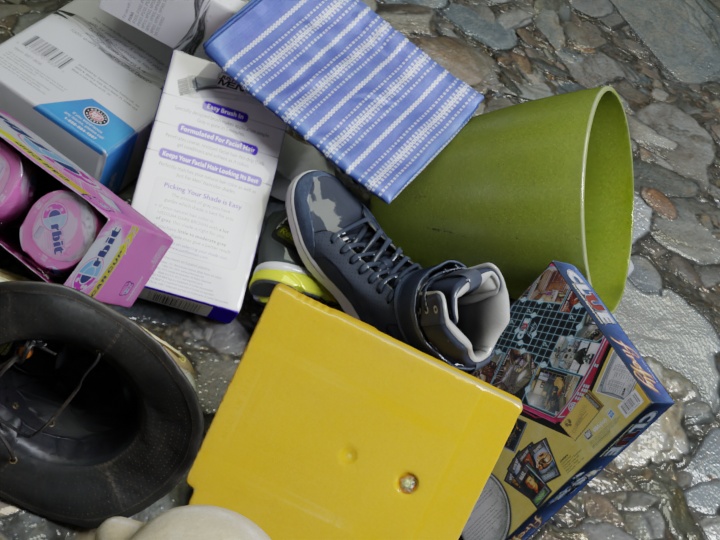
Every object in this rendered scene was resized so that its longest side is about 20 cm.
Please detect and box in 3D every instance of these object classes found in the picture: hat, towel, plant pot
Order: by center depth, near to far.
[{"bbox_3d":[-0.202,0.077,0.845,0.199,0.202,0.081,18,27,-9],"label":"hat"},{"bbox_3d":[-0.012,-0.160,1.001,0.200,0.024,0.145,40,59,7],"label":"towel"},{"bbox_3d":[0.115,-0.058,1.051,0.198,0.188,0.188,1,36,24],"label":"plant pot"}]

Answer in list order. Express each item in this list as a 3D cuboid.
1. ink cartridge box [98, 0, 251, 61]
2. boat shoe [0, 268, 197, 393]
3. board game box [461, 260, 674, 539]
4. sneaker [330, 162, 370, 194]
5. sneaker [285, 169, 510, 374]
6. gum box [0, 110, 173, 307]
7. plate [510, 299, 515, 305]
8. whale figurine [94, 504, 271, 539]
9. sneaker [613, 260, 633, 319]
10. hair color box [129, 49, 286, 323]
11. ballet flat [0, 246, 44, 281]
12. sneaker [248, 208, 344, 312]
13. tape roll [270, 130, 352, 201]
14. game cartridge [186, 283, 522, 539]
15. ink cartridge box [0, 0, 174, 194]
[{"bbox_3d":[-0.107,-0.255,1.082,0.199,0.083,0.148,27,56,-12],"label":"ink cartridge box"},{"bbox_3d":[-0.208,0.056,0.918,0.199,0.074,0.067,36,26,-22],"label":"boat shoe"},{"bbox_3d":[0.127,0.111,0.944,0.034,0.200,0.136,6,43,-46],"label":"board game box"},{"bbox_3d":[0.043,-0.104,1.168,0.199,0.075,0.081,36,31,-11],"label":"sneaker"},{"bbox_3d":[0.031,-0.005,0.937,0.077,0.146,0.203,-31,91,-32],"label":"sneaker"},{"bbox_3d":[-0.250,-0.059,0.919,0.199,0.066,0.113,36,3,16],"label":"gum box"},{"bbox_3d":[0.091,-0.006,1.169,0.198,0.026,0.201,13,45,-13],"label":"plate"},{"bbox_3d":[-0.137,0.236,0.789,0.198,0.104,0.160,-21,58,-10],"label":"whale figurine"},{"bbox_3d":[0.217,0.035,1.150,0.114,0.075,0.201,-7,65,-45],"label":"sneaker"},{"bbox_3d":[-0.132,-0.069,1.028,0.108,0.065,0.202,16,76,-11],"label":"hair color box"},{"bbox_3d":[-0.283,-0.040,1.003,0.200,0.047,0.067,42,44,16],"label":"ballet flat"},{"bbox_3d":[0.000,0.000,1.040,0.199,0.074,0.086,16,69,-36],"label":"sneaker"},{"bbox_3d":[-0.067,-0.162,1.167,0.202,0.037,0.205,24,55,-39],"label":"tape roll"},{"bbox_3d":[-0.008,0.130,0.894,0.199,0.178,0.032,26,6,0],"label":"game cartridge"},{"bbox_3d":[-0.236,-0.160,1.113,0.144,0.085,0.200,34,42,6],"label":"ink cartridge box"}]
